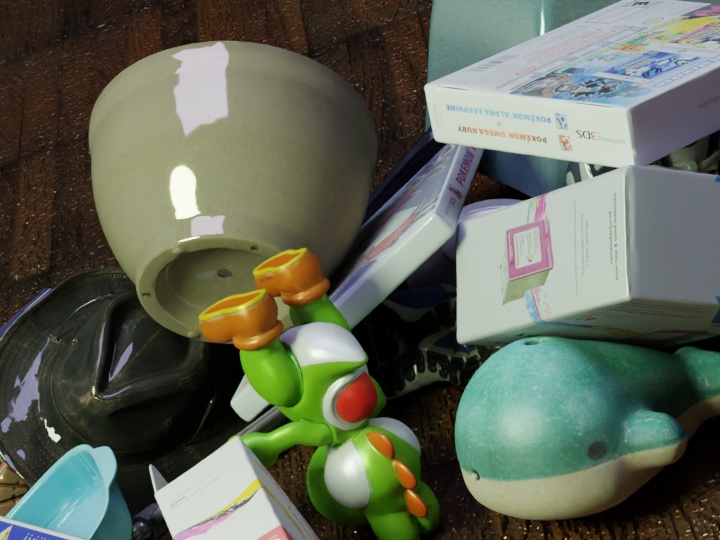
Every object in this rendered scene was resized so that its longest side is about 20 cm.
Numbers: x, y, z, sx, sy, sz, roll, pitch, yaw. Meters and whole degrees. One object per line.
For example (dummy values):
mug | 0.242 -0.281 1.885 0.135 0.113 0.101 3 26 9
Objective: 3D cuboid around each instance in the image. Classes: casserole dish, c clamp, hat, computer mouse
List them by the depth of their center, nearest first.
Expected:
casserole dish | -0.214 0.201 1.748 0.200 0.039 0.121 -48 27 6
c clamp | -0.093 0.129 1.797 0.200 0.027 0.171 -36 -8 -43
hat | -0.156 0.073 1.847 0.200 0.201 0.081 -40 -7 -31
computer mouse | 0.031 -0.043 1.976 0.200 0.053 0.139 -48 0 24

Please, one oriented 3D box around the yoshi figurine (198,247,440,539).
yoshi figurine | -0.026 0.092 1.713 0.112 0.201 0.112 -29 12 10

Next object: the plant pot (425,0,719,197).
plant pot | 0.166 -0.185 1.986 0.195 0.201 0.196 -14 21 -23

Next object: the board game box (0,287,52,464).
board game box | -0.254 0.085 2.052 0.135 0.035 0.200 4 37 42

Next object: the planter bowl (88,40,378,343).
planter bowl | -0.088 -0.037 1.809 0.199 0.201 0.135 -13 51 18

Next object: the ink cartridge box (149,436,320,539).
ink cartridge box | -0.058 0.182 1.635 0.067 0.117 0.200 -35 28 0

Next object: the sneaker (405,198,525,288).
sneaker | 0.117 -0.005 1.896 0.199 0.073 0.085 -10 27 21

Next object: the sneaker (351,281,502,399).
sneaker | 0.059 0.045 1.867 0.089 0.079 0.199 -14 10 -39

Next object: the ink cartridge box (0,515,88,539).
ink cartridge box | -0.213 0.205 1.660 0.095 0.037 0.200 -58 25 -16

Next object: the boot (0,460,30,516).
boot | -0.200 0.120 1.926 0.200 0.075 0.107 -38 21 -33

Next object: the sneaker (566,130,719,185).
sneaker | 0.217 -0.062 1.806 0.079 0.130 0.200 -13 45 -23

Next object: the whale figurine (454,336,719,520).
whale figurine | 0.151 0.079 1.679 0.199 0.104 0.159 -21 15 -22

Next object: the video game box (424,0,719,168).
video game box | 0.174 -0.123 1.712 0.199 0.047 0.182 -25 21 -35

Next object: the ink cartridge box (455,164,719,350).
ink cartridge box | 0.168 -0.002 1.682 0.144 0.085 0.200 5 -10 -28

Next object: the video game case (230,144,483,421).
video game case | 0.000 0.000 1.828 0.200 0.023 0.182 -43 9 21
